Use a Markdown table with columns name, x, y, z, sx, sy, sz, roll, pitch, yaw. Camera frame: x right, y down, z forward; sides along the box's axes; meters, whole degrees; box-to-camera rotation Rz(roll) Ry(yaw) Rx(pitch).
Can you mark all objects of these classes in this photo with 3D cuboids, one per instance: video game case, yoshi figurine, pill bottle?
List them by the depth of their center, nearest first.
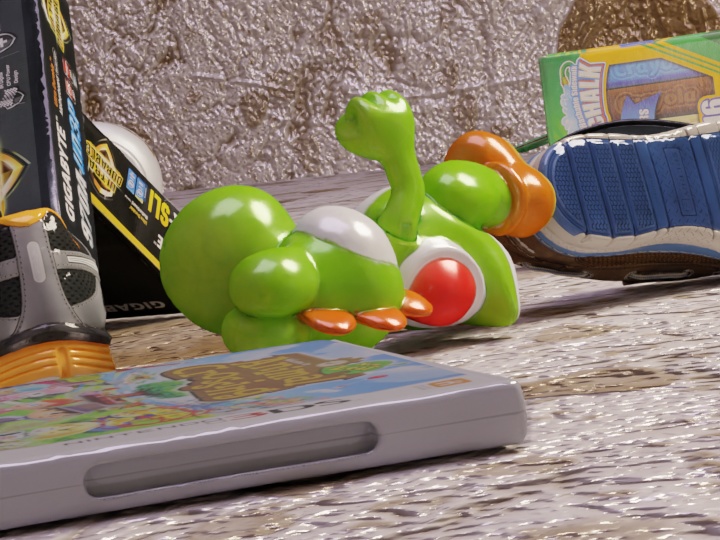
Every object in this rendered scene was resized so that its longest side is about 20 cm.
| name | x | y | z | sx | sy | sz | roll | pitch | yaw |
| --- | --- | --- | --- | --- | --- | --- | --- | --- | --- |
| video game case | -0.064 | 0.050 | 0.793 | 0.182 | 0.022 | 0.200 | -8 | 4 | -16 |
| yoshi figurine | -0.010 | -0.011 | 1.038 | 0.112 | 0.113 | 0.200 | -20 | -2 | 35 |
| pill bottle | -0.223 | -0.069 | 2.058 | 0.114 | 0.115 | 0.200 | -7 | 4 | -4 |

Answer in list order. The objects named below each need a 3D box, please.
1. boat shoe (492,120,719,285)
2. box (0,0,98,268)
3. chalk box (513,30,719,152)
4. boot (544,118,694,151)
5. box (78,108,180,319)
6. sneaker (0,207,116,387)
| name | x | y | z | sx | sy | sz | roll | pitch | yaw |
| --- | --- | --- | --- | --- | --- | --- | --- | --- | --- |
| boat shoe | 0.145 | -0.030 | 1.176 | 0.200 | 0.072 | 0.072 | 5 | -22 | -34 |
| box | -0.218 | -0.055 | 1.229 | 0.159 | 0.200 | 0.046 | -20 | -41 | 11 |
| chalk box | 0.215 | -0.118 | 1.929 | 0.200 | 0.124 | 0.124 | -5 | 4 | 20 |
| boot | 0.183 | -0.047 | 1.319 | 0.200 | 0.077 | 0.168 | 0 | 1 | 8 |
| box | -0.206 | -0.022 | 1.340 | 0.200 | 0.049 | 0.160 | -5 | -30 | 23 |
| sneaker | -0.149 | 0.013 | 1.070 | 0.078 | 0.077 | 0.200 | -11 | 3 | -19 |
